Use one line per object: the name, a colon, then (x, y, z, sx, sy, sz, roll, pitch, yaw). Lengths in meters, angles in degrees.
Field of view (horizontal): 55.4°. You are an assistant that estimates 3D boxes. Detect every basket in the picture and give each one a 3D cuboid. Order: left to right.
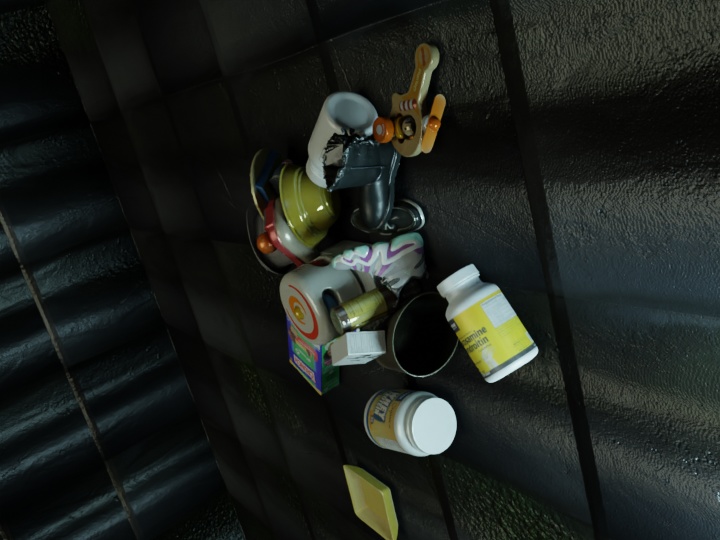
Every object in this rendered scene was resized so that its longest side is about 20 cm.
basket: (0.103, 0.145, 1.456, 0.136, 0.181, 0.200, 32, 161, -9)

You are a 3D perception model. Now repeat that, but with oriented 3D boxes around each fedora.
fedora: (-0.206, -0.093, 1.784, 0.090, 0.177, 0.201, -14, 85, 30)

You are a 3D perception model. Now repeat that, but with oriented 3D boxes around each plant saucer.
plant saucer: (0.040, 0.689, 2.055, 0.200, 0.048, 0.201, 18, 126, 51)

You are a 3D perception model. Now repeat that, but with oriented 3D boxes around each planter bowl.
planter bowl: (-0.100, -0.159, 1.562, 0.083, 0.200, 0.201, -15, 102, 21)

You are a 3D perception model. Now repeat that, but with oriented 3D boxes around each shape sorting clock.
shape sorting clock: (-0.212, -0.197, 1.665, 0.039, 0.200, 0.201, -5, 112, 21)

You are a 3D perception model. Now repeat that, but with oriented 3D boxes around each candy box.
candy box: (-0.134, 0.224, 1.954, 0.169, 0.077, 0.201, 38, 142, 37)

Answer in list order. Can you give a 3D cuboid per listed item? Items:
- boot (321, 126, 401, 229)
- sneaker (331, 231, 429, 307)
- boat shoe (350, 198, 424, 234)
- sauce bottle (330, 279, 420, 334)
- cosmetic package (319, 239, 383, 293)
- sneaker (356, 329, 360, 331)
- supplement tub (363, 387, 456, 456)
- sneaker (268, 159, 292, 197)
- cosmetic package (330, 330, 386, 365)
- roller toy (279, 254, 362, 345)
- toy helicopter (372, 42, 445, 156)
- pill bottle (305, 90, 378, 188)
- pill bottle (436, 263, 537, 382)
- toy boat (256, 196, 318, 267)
boot: (-0.003, -0.172, 1.317, 0.073, 0.162, 0.199, 27, 114, 37)
sneaker: (0.044, 0.010, 1.408, 0.199, 0.078, 0.141, -15, 89, 19)
boat shoe: (0.053, -0.106, 1.425, 0.200, 0.060, 0.076, 1, 113, 58)
sauce bottle: (0.034, 0.071, 1.446, 0.065, 0.199, 0.065, 50, 152, 40)
cosmetic package: (0.000, 0.000, 1.569, 0.200, 0.081, 0.113, 8, 121, 55)
sneaker: (-0.068, 0.109, 1.737, 0.069, 0.099, 0.201, 20, 128, 53)
supplement tub: (0.113, 0.349, 1.587, 0.200, 0.144, 0.145, -11, 103, 59)
sneaker: (-0.140, -0.183, 1.658, 0.070, 0.082, 0.200, 5, 148, 33)
cosmetic package: (-0.008, 0.169, 1.469, 0.200, 0.082, 0.051, 129, 139, -73)
roller toy: (-0.093, 0.068, 1.551, 0.200, 0.139, 0.183, 47, 148, 25)
toy helicopter: (0.102, -0.294, 1.201, 0.132, 0.079, 0.201, 45, 133, 41)
pill bottle: (-0.046, -0.262, 1.413, 0.115, 0.114, 0.200, 56, 149, 15)
pill bottle: (0.226, 0.093, 1.251, 0.201, 0.112, 0.112, 58, 150, 11)
toy boat: (-0.182, -0.076, 1.603, 0.200, 0.130, 0.131, 44, -145, -54)
